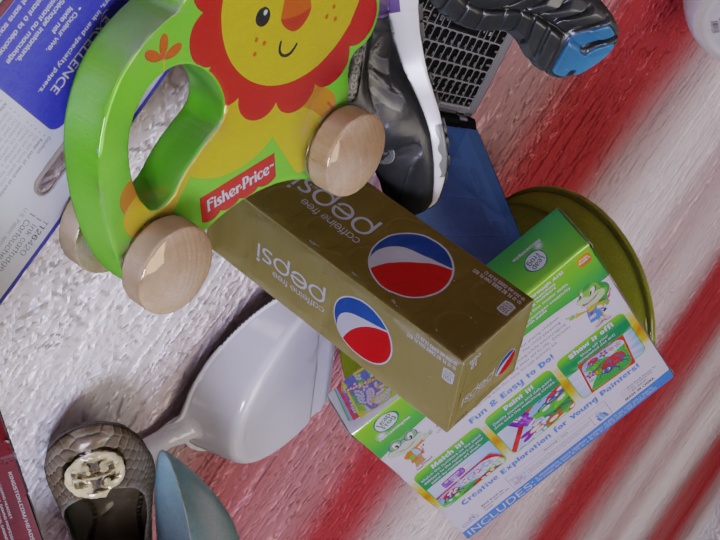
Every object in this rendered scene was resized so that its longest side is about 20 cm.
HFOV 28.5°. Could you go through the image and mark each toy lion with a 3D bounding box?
[{"bbox_3d":[-0.058,-0.105,0.673,0.199,0.068,0.193,-36,140,-34],"label":"toy lion"}]

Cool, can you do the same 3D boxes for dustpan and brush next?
[{"bbox_3d":[-0.096,0.096,0.968,0.200,0.057,0.141,-45,153,-39],"label":"dustpan and brush"}]

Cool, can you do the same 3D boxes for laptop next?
[{"bbox_3d":[0.088,-0.110,0.960,0.187,0.115,0.202,-2,123,-62],"label":"laptop"}]

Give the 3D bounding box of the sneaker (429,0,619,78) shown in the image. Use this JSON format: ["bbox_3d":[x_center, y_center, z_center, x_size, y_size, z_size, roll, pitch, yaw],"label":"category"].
[{"bbox_3d":[0.083,-0.191,0.882,0.073,0.083,0.199,-36,143,20],"label":"sneaker"}]

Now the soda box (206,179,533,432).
[{"bbox_3d":[0.000,0.000,0.829,0.068,0.199,0.064,-37,151,-34],"label":"soda box"}]

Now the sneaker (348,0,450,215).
[{"bbox_3d":[-0.009,-0.113,0.813,0.087,0.076,0.202,-24,126,-15],"label":"sneaker"}]

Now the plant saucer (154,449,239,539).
[{"bbox_3d":[-0.092,0.208,0.870,0.038,0.202,0.202,-7,137,-15],"label":"plant saucer"}]

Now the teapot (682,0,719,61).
[{"bbox_3d":[0.377,-0.277,1.254,0.200,0.195,0.148,-40,-142,54],"label":"teapot"}]

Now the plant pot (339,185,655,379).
[{"bbox_3d":[0.093,0.051,1.112,0.191,0.200,0.202,-16,136,-38],"label":"plant pot"}]

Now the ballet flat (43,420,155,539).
[{"bbox_3d":[-0.161,0.163,0.901,0.066,0.047,0.201,-6,142,-11],"label":"ballet flat"}]

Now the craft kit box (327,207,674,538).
[{"bbox_3d":[0.104,0.080,0.988,0.199,0.049,0.198,-39,142,3],"label":"craft kit box"}]

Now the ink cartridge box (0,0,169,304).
[{"bbox_3d":[-0.168,-0.088,0.600,0.199,0.047,0.200,-55,159,-5],"label":"ink cartridge box"}]

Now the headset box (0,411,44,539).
[{"bbox_3d":[-0.219,0.089,0.551,0.199,0.150,0.075,-14,169,-45],"label":"headset box"}]
